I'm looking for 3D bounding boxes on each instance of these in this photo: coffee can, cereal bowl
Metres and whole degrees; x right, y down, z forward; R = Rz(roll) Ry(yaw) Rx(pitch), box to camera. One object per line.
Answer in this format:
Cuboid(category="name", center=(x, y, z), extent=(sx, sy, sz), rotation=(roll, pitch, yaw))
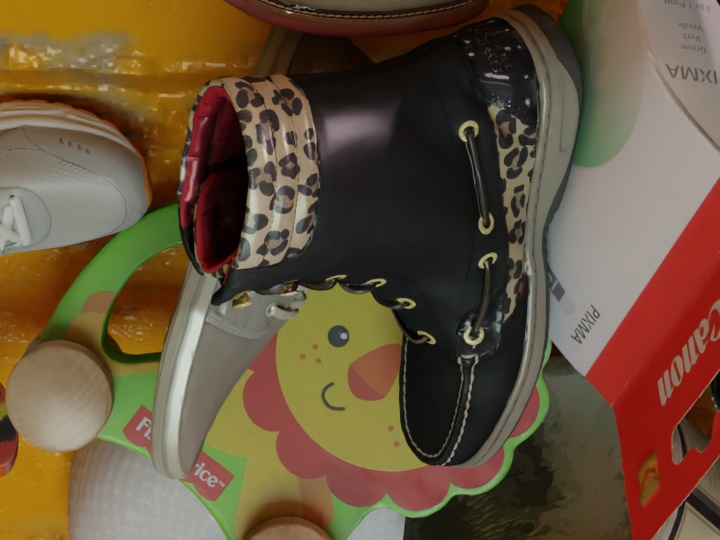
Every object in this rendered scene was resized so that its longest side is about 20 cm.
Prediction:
Cuboid(category="coffee can", center=(0.134, 0.148, 1.223), extent=(0.146, 0.147, 0.200), rotation=(-29, 134, 23))
Cuboid(category="cereal bowl", center=(-0.042, 0.133, 1.257), extent=(0.198, 0.084, 0.201), rotation=(-2, 135, -2))

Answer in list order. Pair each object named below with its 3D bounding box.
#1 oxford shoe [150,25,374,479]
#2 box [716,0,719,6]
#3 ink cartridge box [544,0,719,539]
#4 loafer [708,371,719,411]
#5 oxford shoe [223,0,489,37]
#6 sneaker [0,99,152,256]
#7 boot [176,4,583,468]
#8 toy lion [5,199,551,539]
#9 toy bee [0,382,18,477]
Cuboid(category="oxford shoe", center=(-0.039, -0.006, 1.076), extent=(0.057, 0.075, 0.201), rotation=(20, 96, -1))
Cuboid(category="box", center=(0.215, -0.140, 0.924), extent=(0.199, 0.158, 0.051), rotation=(-32, 147, 13))
Cuboid(category="ink cartridge box", center=(0.103, -0.014, 1.018), extent=(0.050, 0.201, 0.161), rotation=(7, 147, -14))
Cuboid(category="loafer", center=(0.186, 0.040, 1.162), extent=(0.069, 0.076, 0.200), rotation=(-1, 154, 2))
Cuboid(category="oxford shoe", center=(-0.037, -0.143, 0.999), extent=(0.198, 0.071, 0.075), rotation=(11, 126, -16))
Cuboid(category="sneaker", center=(-0.185, -0.012, 1.101), extent=(0.198, 0.092, 0.076), rotation=(-5, 135, 2))
Cuboid(category="boot", center=(-0.001, -0.002, 1.030), extent=(0.153, 0.073, 0.205), rotation=(-12, 127, -31))
Cuboid(category="toy lion", center=(-0.025, 0.038, 1.147), extent=(0.200, 0.069, 0.192), rotation=(37, 96, -4))
Cuboid(category="toy bee", center=(-0.249, 0.045, 1.145), extent=(0.199, 0.110, 0.131), rotation=(-1, 169, -29))
